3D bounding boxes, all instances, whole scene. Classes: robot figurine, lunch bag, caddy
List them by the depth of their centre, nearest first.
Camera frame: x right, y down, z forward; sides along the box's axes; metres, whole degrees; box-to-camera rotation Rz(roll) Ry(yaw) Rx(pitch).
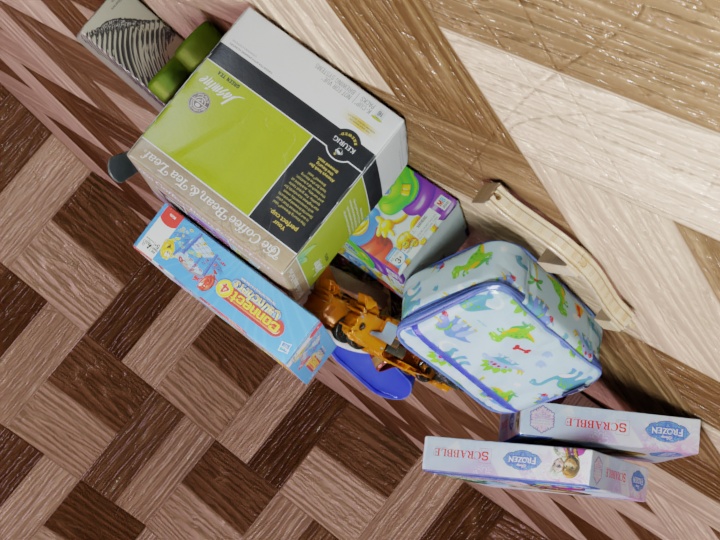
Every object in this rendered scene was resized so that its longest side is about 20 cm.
[{"bbox_3d":[0.145,0.065,1.490,0.160,0.083,0.200,-23,132,35],"label":"lunch bag"},{"bbox_3d":[0.038,0.076,1.575,0.200,0.058,0.145,28,177,-39],"label":"robot figurine"},{"bbox_3d":[0.037,0.088,2.073,0.200,0.141,0.105,42,-159,-17],"label":"caddy"}]

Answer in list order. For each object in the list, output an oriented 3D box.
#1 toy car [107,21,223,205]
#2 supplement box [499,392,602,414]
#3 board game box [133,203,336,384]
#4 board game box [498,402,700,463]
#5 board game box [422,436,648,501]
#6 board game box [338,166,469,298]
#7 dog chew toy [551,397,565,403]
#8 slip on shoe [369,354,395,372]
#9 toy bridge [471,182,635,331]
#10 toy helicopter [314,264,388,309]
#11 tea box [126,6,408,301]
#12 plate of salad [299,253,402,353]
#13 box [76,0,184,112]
[{"bbox_3d":[-0.186,-0.140,1.578,0.164,0.200,0.158,44,144,-9],"label":"toy car"},{"bbox_3d":[0.250,0.187,1.932,0.200,0.074,0.126,35,171,21],"label":"supplement box"},{"bbox_3d":[-0.124,0.029,1.487,0.196,0.056,0.200,37,174,10],"label":"board game box"},{"bbox_3d":[0.270,0.188,1.659,0.199,0.041,0.200,6,170,0],"label":"board game box"},{"bbox_3d":[0.203,0.228,1.640,0.199,0.041,0.199,1,168,30],"label":"board game box"},{"bbox_3d":[0.004,-0.071,1.556,0.200,0.105,0.103,35,170,21],"label":"board game box"},{"bbox_3d":[0.182,0.107,1.697,0.124,0.125,0.200,30,175,45],"label":"dog chew toy"},{"bbox_3d":[0.107,0.103,1.858,0.199,0.061,0.074,-1,159,-6],"label":"slip on shoe"},{"bbox_3d":[0.193,-0.010,1.353,0.200,0.027,0.067,42,169,-17],"label":"toy bridge"},{"bbox_3d":[-0.049,-0.006,1.607,0.200,0.079,0.132,27,171,-23],"label":"toy helicopter"},{"bbox_3d":[-0.087,-0.112,1.432,0.200,0.197,0.134,38,171,11],"label":"tea box"},{"bbox_3d":[0.000,0.000,1.711,0.200,0.200,0.048,42,142,-15],"label":"plate of salad"},{"bbox_3d":[-0.247,-0.251,1.759,0.200,0.082,0.068,40,170,-13],"label":"box"}]
